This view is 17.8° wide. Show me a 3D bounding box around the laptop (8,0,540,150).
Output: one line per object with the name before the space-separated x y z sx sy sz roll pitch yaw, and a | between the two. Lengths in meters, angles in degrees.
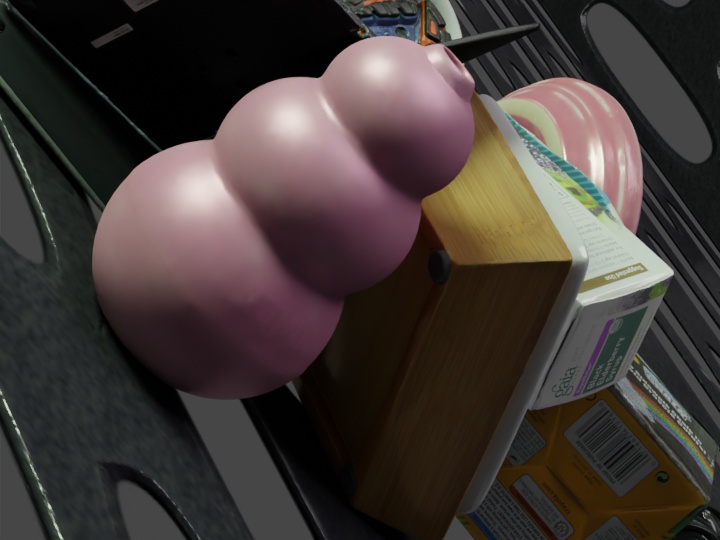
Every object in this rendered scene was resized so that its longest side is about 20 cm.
laptop | -0.045 -0.132 1.163 0.200 0.177 0.104 44 51 -23

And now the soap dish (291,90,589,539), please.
soap dish | 0.030 0.019 1.188 0.081 0.201 0.158 1 40 -27

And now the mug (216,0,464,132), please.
mug | 0.006 -0.121 1.497 0.175 0.147 0.200 48 51 -24

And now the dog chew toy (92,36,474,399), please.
dog chew toy | -0.029 -0.031 1.074 0.125 0.200 0.125 47 14 -15

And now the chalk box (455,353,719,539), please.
chalk box | 0.133 0.112 1.402 0.125 0.124 0.200 49 12 2

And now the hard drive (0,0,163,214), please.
hard drive | -0.123 -0.064 1.227 0.200 0.033 0.140 51 13 4

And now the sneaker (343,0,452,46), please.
sneaker | -0.042 -0.115 1.326 0.199 0.078 0.076 0 57 -31

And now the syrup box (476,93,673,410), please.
syrup box | 0.072 -0.020 1.283 0.081 0.079 0.200 -17 50 -41

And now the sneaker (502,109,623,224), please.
sneaker | 0.116 -0.028 1.380 0.081 0.076 0.200 37 14 -43

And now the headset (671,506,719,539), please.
headset | 0.234 0.187 1.595 0.200 0.094 0.123 41 11 12

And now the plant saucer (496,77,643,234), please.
plant saucer | 0.101 -0.035 1.517 0.051 0.201 0.201 19 28 -32
